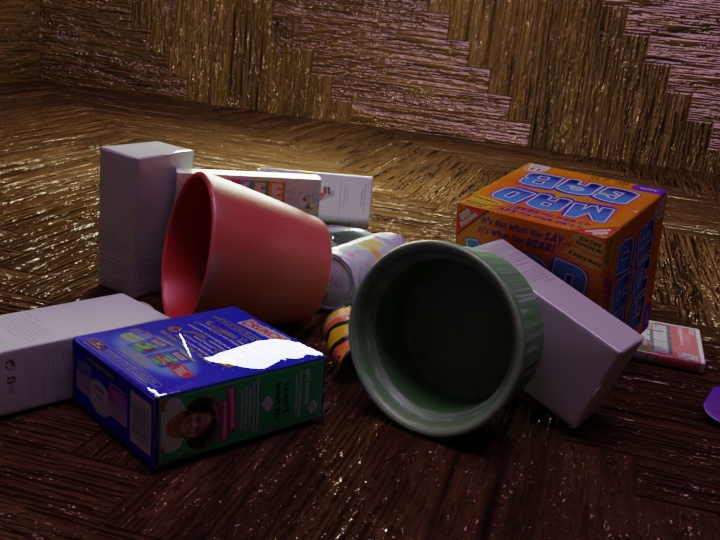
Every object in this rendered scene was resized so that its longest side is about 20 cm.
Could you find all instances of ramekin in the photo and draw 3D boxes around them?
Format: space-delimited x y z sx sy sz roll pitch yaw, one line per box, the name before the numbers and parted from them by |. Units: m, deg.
ramekin | 0.095 0.067 0.924 0.199 0.201 0.098 16 12 30

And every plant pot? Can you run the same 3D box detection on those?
plant pot | -0.145 -0.013 1.135 0.177 0.201 0.200 9 13 -30

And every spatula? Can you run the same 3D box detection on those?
spatula | 0.461 0.148 1.065 0.056 0.021 0.200 28 23 24

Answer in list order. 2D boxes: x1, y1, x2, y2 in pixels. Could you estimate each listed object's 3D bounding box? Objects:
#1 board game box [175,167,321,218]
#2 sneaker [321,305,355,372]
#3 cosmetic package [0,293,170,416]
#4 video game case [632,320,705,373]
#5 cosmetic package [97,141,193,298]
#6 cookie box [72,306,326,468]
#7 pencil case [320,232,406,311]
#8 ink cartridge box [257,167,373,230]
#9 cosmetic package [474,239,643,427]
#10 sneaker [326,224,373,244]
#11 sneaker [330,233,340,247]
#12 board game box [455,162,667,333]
board game box | -0.160 -0.070 1.227 0.199 0.135 0.034 1 17 -14
sneaker | 0.055 0.098 1.047 0.199 0.070 0.090 5 37 -14
cosmetic package | -0.313 0.084 0.932 0.101 0.074 0.199 21 21 41
video game case | 0.375 0.093 1.230 0.199 0.018 0.143 10 18 15
cosmetic package | -0.302 -0.074 1.233 0.085 0.201 0.107 17 19 33
cookie box | -0.163 0.109 0.890 0.199 0.076 0.171 -10 22 -41
pencil case | 0.000 0.000 1.294 0.083 0.091 0.200 32 26 19
ink cartridge box | -0.083 -0.113 1.550 0.199 0.084 0.145 5 -14 -2
cosmetic package | 0.196 0.066 0.979 0.200 0.108 0.085 38 28 23
sneaker | -0.019 -0.046 1.460 0.199 0.073 0.071 17 23 34
sneaker | -0.123 -0.053 1.299 0.199 0.087 0.075 21 10 -18
board game box | 0.257 -0.004 1.142 0.199 0.201 0.200 17 31 34
